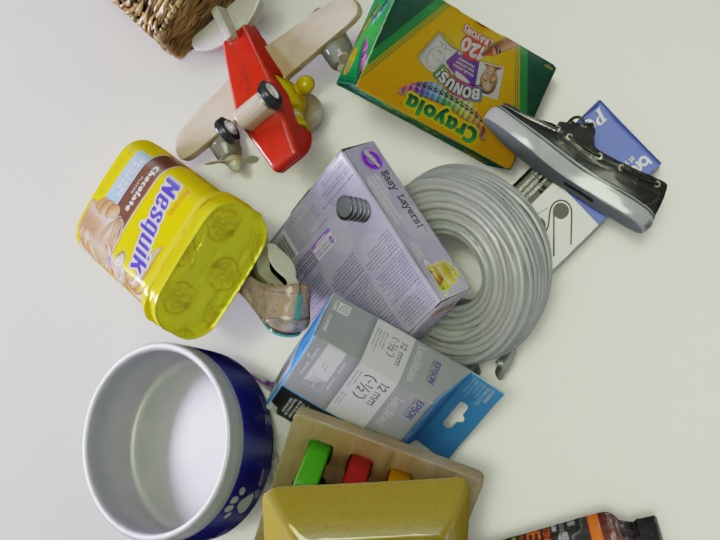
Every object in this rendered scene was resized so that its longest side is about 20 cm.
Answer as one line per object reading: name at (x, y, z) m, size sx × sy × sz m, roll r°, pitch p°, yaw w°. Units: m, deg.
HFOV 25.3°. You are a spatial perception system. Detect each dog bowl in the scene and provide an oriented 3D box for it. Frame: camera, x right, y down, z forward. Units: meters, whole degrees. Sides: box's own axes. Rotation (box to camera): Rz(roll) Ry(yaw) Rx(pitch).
dog bowl at (-0.189, 0.178, 1.649) m, size 0.198 × 0.079 × 0.203 m, roll -7°, pitch 78°, yaw 33°

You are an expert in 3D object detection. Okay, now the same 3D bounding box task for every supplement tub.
supplement tub at (0.209, 0.305, 1.601) m, size 0.198 × 0.107 × 0.108 m, roll -17°, pitch 83°, yaw 6°

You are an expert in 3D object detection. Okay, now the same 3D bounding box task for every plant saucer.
plant saucer at (0.007, 0.297, 1.538) m, size 0.197 × 0.049 × 0.202 m, roll -2°, pitch 120°, yaw -3°

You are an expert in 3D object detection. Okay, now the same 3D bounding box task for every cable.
cable at (0.098, -0.004, 1.623) m, size 0.200 × 0.069 × 0.201 m, roll 42°, pitch 124°, yaw 19°

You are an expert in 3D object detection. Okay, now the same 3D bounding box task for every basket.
basket at (-0.191, -0.351, 1.697) m, size 0.149 × 0.143 × 0.200 m, roll 44°, pitch 93°, yaw 9°

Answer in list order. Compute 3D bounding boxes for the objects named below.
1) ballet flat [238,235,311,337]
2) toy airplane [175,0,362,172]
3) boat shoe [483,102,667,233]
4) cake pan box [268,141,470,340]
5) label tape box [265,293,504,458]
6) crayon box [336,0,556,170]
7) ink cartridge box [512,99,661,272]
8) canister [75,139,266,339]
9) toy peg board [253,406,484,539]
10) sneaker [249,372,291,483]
ballet flat at (-0.104, -0.004, 1.651) m, size 0.200 × 0.067 × 0.068 m, roll 38°, pitch 126°, yaw 46°
toy airplane at (-0.096, -0.195, 1.688) m, size 0.199 × 0.141 × 0.201 m, roll 9°, pitch 74°, yaw 45°
boat shoe at (0.219, -0.118, 1.607) m, size 0.199 × 0.070 × 0.067 m, roll 34°, pitch 84°, yaw 6°
cake pan box at (0.000, 0.000, 1.626) m, size 0.185 × 0.052 × 0.200 m, roll 57°, pitch 138°, yaw 15°
label tape box at (0.022, 0.128, 1.596) m, size 0.199 × 0.144 × 0.066 m, roll 31°, pitch 49°, yaw -4°
crayon box at (0.088, -0.199, 1.635) m, size 0.199 × 0.058 × 0.120 m, roll 25°, pitch 89°, yaw -24°
ink cartridge box at (0.208, -0.072, 1.662) m, size 0.200 × 0.044 × 0.094 m, roll -45°, pitch 82°, yaw 3°
canister at (-0.201, -0.037, 1.654) m, size 0.200 × 0.086 × 0.149 m, roll 35°, pitch 94°, yaw 48°
toy peg board at (-0.005, 0.271, 1.587) m, size 0.197 × 0.098 × 0.202 m, roll 20°, pitch 118°, yaw 2°
sneaker at (-0.073, 0.195, 1.669) m, size 0.100 × 0.075 × 0.200 m, roll -43°, pitch 81°, yaw 3°
